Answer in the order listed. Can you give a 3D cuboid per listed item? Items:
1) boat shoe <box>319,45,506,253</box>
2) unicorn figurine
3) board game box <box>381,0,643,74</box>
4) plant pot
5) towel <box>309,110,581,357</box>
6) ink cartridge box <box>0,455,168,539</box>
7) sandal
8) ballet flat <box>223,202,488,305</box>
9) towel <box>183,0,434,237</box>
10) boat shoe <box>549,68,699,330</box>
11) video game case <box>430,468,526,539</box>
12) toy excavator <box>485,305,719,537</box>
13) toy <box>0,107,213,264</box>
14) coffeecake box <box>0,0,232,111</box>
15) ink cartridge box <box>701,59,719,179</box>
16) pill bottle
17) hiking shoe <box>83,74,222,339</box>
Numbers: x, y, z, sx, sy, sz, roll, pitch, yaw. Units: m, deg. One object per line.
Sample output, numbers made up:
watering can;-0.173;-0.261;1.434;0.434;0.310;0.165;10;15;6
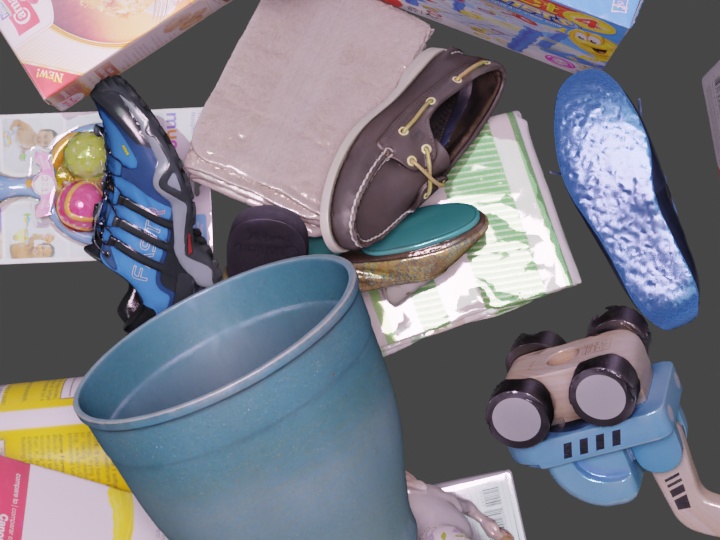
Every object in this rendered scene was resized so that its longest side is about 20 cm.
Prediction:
boat shoe;0.039;-0.089;1.172;0.060;0.072;0.202;9;51;33
unicorn figurine;0.054;0.191;1.159;0.137;0.200;0.074;38;83;-24
board game box;0.097;-0.211;1.157;0.199;0.196;0.056;21;88;3
plant pot;-0.056;0.121;1.062;0.199;0.200;0.189;-25;108;0
towel;0.051;-0.025;1.235;0.199;0.023;0.153;-19;85;2
ink cartridge box;-0.208;0.218;1.129;0.199;0.084;0.145;19;131;-22
sandal;-0.065;0.047;1.165;0.076;0.043;0.201;-3;126;8
ballet flat;0.000;0.000;1.197;0.199;0.071;0.071;-12;86;5
towel;-0.039;-0.129;1.211;0.132;0.035;0.201;25;67;2
boat shoe;0.193;-0.051;1.212;0.084;0.069;0.201;-16;91;14
video game case;0.031;0.240;1.221;0.199;0.018;0.144;-12;87;1
toy excavator;0.211;0.133;1.182;0.194;0.100;0.201;-17;109;23
toy;-0.215;-0.065;1.232;0.199;0.047;0.116;-2;88;2
coffeecake box;-0.190;-0.241;1.229;0.199;0.073;0.154;-33;88;0
ink cartridge box;0.308;-0.090;1.141;0.082;0.200;0.147;-9;87;1
pill bottle;-0.200;0.134;1.187;0.199;0.114;0.115;-6;86;2
hiking shoe;-0.164;-0.041;1.178;0.086;0.074;0.201;-23;113;-10
